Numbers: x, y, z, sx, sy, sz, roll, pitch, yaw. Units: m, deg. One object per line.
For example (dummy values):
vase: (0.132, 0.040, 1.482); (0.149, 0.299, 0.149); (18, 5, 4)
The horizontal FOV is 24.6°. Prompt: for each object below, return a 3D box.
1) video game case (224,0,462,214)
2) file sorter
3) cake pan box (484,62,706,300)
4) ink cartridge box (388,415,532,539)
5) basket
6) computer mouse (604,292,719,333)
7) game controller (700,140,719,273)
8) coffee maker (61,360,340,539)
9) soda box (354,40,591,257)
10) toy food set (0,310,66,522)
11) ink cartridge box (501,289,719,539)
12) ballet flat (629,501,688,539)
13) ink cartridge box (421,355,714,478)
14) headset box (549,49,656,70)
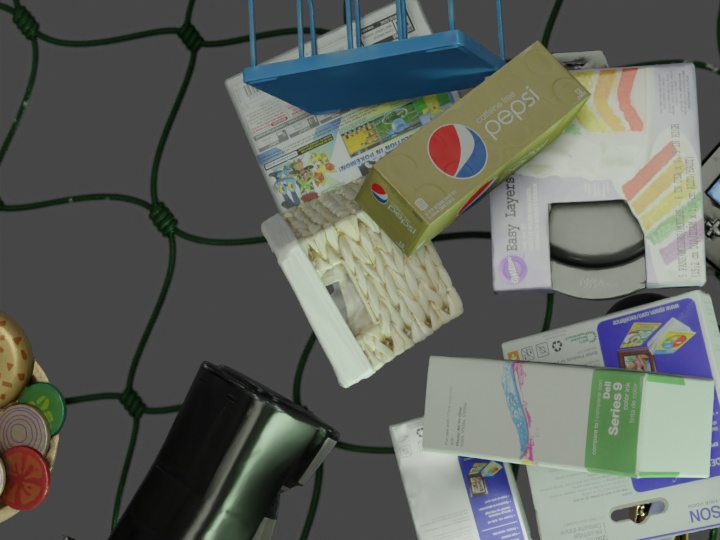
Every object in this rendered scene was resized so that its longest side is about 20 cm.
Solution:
video game case: (-0.003, -0.136, 1.544); (0.200, 0.022, 0.182); (-24, 83, 4)
file sorter: (0.015, -0.222, 1.444); (0.200, 0.139, 0.123); (-7, 81, 24)
cake pan box: (0.201, -0.073, 1.421); (0.184, 0.052, 0.200); (-2, 85, 11)
ink cartridge box: (0.098, 0.222, 1.480); (0.099, 0.039, 0.200); (-16, 73, 6)
basket: (0.000, 0.000, 1.435); (0.123, 0.200, 0.136); (-28, 101, -2)
computer mouse: (0.308, 0.084, 1.469); (0.200, 0.053, 0.139); (25, 90, 9)
game controller: (0.368, -0.090, 1.480); (0.104, 0.042, 0.200); (42, 92, 9)
coffee maker: (-0.130, 0.191, 1.451); (0.135, 0.192, 0.200); (26, 88, 25)
soda box: (0.093, -0.100, 1.338); (0.200, 0.064, 0.068); (-38, 80, -26)
toy food set: (-0.374, 0.149, 1.559); (0.200, 0.049, 0.198); (-30, 82, 4)
ink cartridge box: (0.231, 0.137, 1.435); (0.198, 0.043, 0.200); (-17, 76, 31)
ballet flat: (0.258, 0.268, 1.456); (0.069, 0.063, 0.200); (0, 86, 6)
ink cartridge box: (0.171, 0.120, 1.363); (0.200, 0.145, 0.088); (1, 85, 35)
headset box: (0.197, -0.098, 1.486); (0.148, 0.075, 0.200); (-2, 85, 8)
